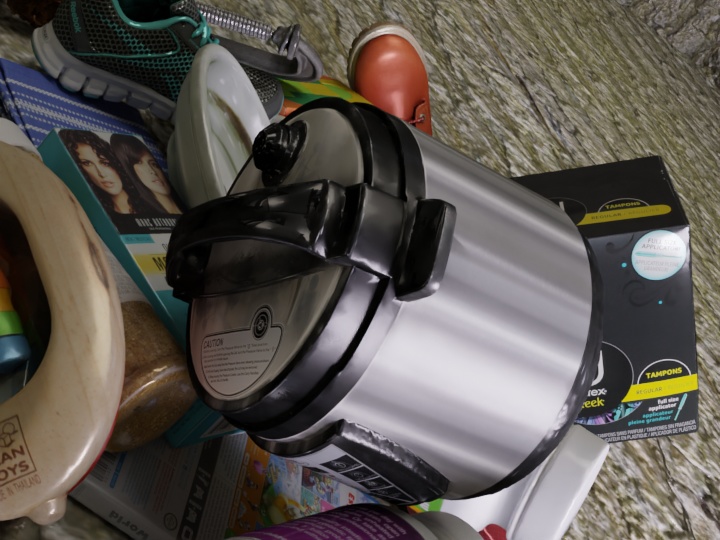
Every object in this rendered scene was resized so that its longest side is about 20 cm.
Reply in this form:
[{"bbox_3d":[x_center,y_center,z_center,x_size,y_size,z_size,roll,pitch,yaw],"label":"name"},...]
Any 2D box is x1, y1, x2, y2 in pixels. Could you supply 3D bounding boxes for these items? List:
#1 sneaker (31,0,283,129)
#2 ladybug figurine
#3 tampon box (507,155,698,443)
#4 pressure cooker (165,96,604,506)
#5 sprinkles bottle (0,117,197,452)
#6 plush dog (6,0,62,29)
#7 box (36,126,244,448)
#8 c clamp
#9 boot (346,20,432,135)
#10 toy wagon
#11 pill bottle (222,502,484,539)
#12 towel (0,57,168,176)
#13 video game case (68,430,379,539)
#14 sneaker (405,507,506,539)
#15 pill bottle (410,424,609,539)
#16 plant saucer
[{"bbox_3d":[-0.133,-0.160,0.890,0.198,0.092,0.078,12,40,-35],"label":"sneaker"},{"bbox_3d":[-0.176,0.031,0.587,0.072,0.134,0.202,64,3,-67],"label":"ladybug figurine"},{"bbox_3d":[0.199,0.028,1.028,0.127,0.148,0.202,-86,166,-59],"label":"tampon box"},{"bbox_3d":[0.001,0.011,0.620,0.198,0.176,0.180,25,27,-31],"label":"pressure cooker"},{"bbox_3d":[-0.167,0.004,0.671,0.200,0.068,0.068,49,24,22],"label":"sprinkles bottle"},{"bbox_3d":[-0.265,-0.276,0.911,0.199,0.160,0.174,30,55,-26],"label":"plush dog"},{"bbox_3d":[-0.123,0.006,0.735,0.201,0.049,0.082,55,26,17],"label":"box"},{"bbox_3d":[-0.118,-0.191,0.951,0.197,0.027,0.171,18,-10,-10],"label":"c clamp"},{"bbox_3d":[0.040,-0.125,1.105,0.108,0.074,0.202,-108,-177,-46],"label":"boot"},{"bbox_3d":[-0.078,-0.139,1.023,0.198,0.040,0.155,1,28,-39],"label":"toy wagon"},{"bbox_3d":[-0.016,0.176,0.594,0.199,0.112,0.113,-4,52,-51],"label":"pill bottle"},{"bbox_3d":[-0.174,-0.055,0.837,0.144,0.024,0.201,14,41,-53],"label":"towel"},{"bbox_3d":[-0.071,0.132,0.710,0.199,0.018,0.144,38,25,-15],"label":"video game case"},{"bbox_3d":[0.065,0.128,0.845,0.201,0.087,0.073,54,27,17],"label":"sneaker"},{"bbox_3d":[0.051,0.096,0.771,0.198,0.112,0.111,29,20,17],"label":"pill bottle"},{"bbox_3d":[-0.091,-0.052,0.843,0.200,0.050,0.203,-17,90,-80],"label":"plant saucer"}]
